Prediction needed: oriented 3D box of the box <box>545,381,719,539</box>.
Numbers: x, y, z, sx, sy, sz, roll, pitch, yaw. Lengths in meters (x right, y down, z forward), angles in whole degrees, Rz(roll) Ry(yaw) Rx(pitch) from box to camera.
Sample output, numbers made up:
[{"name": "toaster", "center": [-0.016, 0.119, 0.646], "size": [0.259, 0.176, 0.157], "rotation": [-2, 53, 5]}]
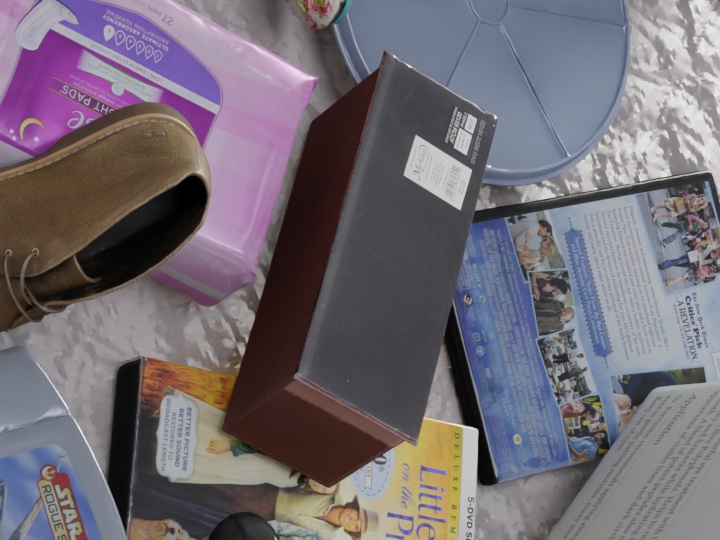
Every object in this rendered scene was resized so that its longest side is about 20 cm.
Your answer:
[{"name": "box", "center": [0.210, 0.188, 1.532], "size": [0.200, 0.171, 0.199], "rotation": [53, 56, -21]}]

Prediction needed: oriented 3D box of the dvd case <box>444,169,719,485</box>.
[{"name": "dvd case", "center": [0.130, 0.028, 1.625], "size": [0.199, 0.018, 0.143], "rotation": [-11, 84, -34]}]

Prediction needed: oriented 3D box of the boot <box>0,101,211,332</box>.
[{"name": "boot", "center": [-0.157, -0.004, 1.364], "size": [0.200, 0.076, 0.074], "rotation": [-32, 121, 0]}]

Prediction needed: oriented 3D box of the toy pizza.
[{"name": "toy pizza", "center": [0.061, -0.140, 1.613], "size": [0.200, 0.032, 0.201], "rotation": [10, 71, -32]}]

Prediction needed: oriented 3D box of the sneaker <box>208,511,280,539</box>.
[{"name": "sneaker", "center": [-0.098, 0.209, 1.378], "size": [0.115, 0.075, 0.201], "rotation": [6, 93, -24]}]

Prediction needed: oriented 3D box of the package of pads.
[{"name": "package of pads", "center": [-0.125, -0.077, 1.448], "size": [0.200, 0.076, 0.121], "rotation": [27, 65, -25]}]

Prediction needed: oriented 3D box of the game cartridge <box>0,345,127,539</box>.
[{"name": "game cartridge", "center": [-0.169, 0.138, 1.346], "size": [0.133, 0.042, 0.201], "rotation": [-17, 75, -10]}]

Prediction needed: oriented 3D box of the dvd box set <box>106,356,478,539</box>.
[{"name": "dvd box set", "center": [-0.033, 0.132, 1.484], "size": [0.199, 0.029, 0.147], "rotation": [14, 71, -29]}]

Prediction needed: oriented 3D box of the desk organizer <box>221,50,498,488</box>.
[{"name": "desk organizer", "center": [0.000, 0.000, 1.488], "size": [0.072, 0.077, 0.201], "rotation": [29, 54, -20]}]

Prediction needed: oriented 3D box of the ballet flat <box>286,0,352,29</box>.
[{"name": "ballet flat", "center": [-0.036, -0.218, 1.550], "size": [0.064, 0.076, 0.201], "rotation": [13, 62, -24]}]
